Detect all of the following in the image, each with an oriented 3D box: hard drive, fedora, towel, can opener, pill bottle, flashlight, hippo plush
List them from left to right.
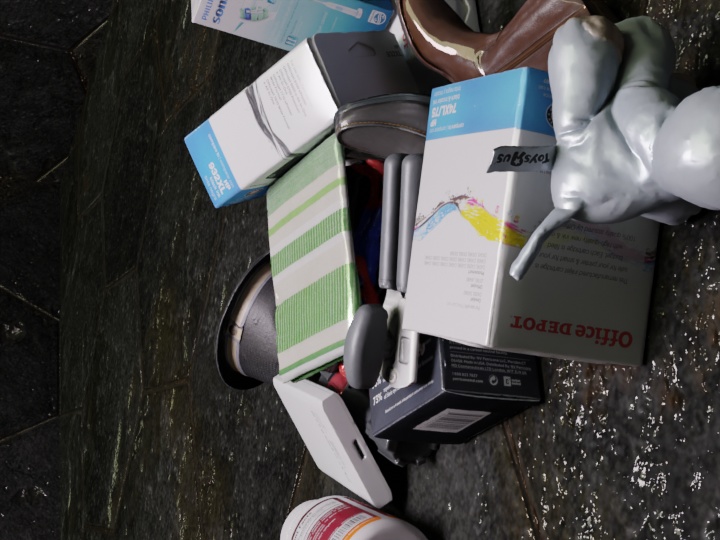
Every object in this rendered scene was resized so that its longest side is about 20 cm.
[{"bbox_3d":[-0.094,0.074,1.356,0.091,0.199,0.204,27,111,28],"label":"fedora"},{"bbox_3d":[-0.044,-0.007,1.015,0.152,0.023,0.204,-30,61,54],"label":"towel"},{"bbox_3d":[-0.035,0.184,1.195,0.134,0.026,0.200,63,164,-10],"label":"hard drive"},{"bbox_3d":[-0.011,0.299,1.108,0.199,0.111,0.116,177,100,-66],"label":"pill bottle"},{"bbox_3d":[0.017,0.154,1.155,0.068,0.068,0.199,-42,28,-12],"label":"flashlight"},{"bbox_3d":[0.030,0.002,0.902,0.052,0.066,0.204,10,94,53],"label":"can opener"},{"bbox_3d":[0.202,-0.100,0.691,0.160,0.197,0.163,-6,99,57],"label":"hippo plush"}]

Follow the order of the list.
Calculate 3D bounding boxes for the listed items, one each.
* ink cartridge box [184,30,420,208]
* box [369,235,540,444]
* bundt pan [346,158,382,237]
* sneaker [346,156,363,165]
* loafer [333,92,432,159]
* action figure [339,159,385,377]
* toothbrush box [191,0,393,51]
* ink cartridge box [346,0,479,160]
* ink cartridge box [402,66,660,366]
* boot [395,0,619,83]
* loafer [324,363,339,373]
[{"bbox_3d":[-0.057,-0.152,1.075,0.199,0.144,0.085,-30,83,39],"label":"ink cartridge box"},{"bbox_3d":[0.078,0.044,0.998,0.148,0.102,0.204,139,134,-56],"label":"box"},{"bbox_3d":[-0.023,-0.017,1.146,0.202,0.074,0.207,0,-90,-79],"label":"bundt pan"},{"bbox_3d":[-0.049,-0.141,1.248,0.066,0.200,0.110,-14,73,30],"label":"sneaker"},{"bbox_3d":[0.071,-0.105,0.942,0.073,0.196,0.074,94,-177,-68],"label":"loafer"},{"bbox_3d":[0.000,0.000,1.006,0.065,0.051,0.205,-3,83,64],"label":"action figure"},{"bbox_3d":[-0.077,-0.309,1.134,0.086,0.197,0.148,-58,30,38],"label":"toothbrush box"},{"bbox_3d":[0.045,-0.234,1.177,0.200,0.083,0.147,-46,42,51],"label":"ink cartridge box"},{"bbox_3d":[0.136,-0.038,0.844,0.145,0.144,0.204,6,87,65],"label":"ink cartridge box"},{"bbox_3d":[0.130,-0.223,0.943,0.188,0.064,0.200,54,151,0],"label":"boot"},{"bbox_3d":[-0.032,0.045,1.258,0.201,0.062,0.072,-67,3,-48],"label":"loafer"}]
